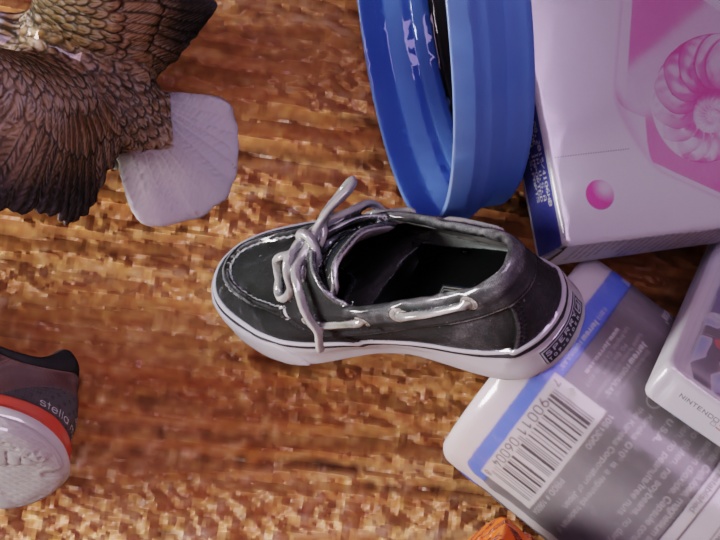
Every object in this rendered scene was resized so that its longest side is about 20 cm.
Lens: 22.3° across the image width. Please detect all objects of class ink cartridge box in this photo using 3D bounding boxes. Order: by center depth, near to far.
[{"bbox_3d":[0.156,-0.112,0.813,0.199,0.043,0.197,-8,80,-16],"label":"ink cartridge box"}]

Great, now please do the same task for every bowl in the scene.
[{"bbox_3d":[0.034,-0.121,0.808,0.039,0.201,0.202,-9,75,-9],"label":"bowl"}]

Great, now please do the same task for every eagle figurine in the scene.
[{"bbox_3d":[-0.133,-0.096,0.785,0.150,0.200,0.152,-14,82,-7],"label":"eagle figurine"}]

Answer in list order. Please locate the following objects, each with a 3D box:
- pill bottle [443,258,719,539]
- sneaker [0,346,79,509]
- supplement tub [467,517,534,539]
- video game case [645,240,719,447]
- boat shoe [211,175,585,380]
[{"bbox_3d":[0.145,0.097,0.801,0.200,0.114,0.114,38,75,6],"label":"pill bottle"},{"bbox_3d":[-0.220,0.048,0.821,0.199,0.077,0.082,15,47,-1],"label":"sneaker"},{"bbox_3d":[0.103,0.202,0.752,0.200,0.123,0.123,42,75,-1],"label":"supplement tub"},{"bbox_3d":[0.224,0.051,0.799,0.182,0.023,0.200,35,34,2],"label":"video game case"},{"bbox_3d":[-0.001,0.002,0.785,0.199,0.068,0.074,13,67,45],"label":"boat shoe"}]
